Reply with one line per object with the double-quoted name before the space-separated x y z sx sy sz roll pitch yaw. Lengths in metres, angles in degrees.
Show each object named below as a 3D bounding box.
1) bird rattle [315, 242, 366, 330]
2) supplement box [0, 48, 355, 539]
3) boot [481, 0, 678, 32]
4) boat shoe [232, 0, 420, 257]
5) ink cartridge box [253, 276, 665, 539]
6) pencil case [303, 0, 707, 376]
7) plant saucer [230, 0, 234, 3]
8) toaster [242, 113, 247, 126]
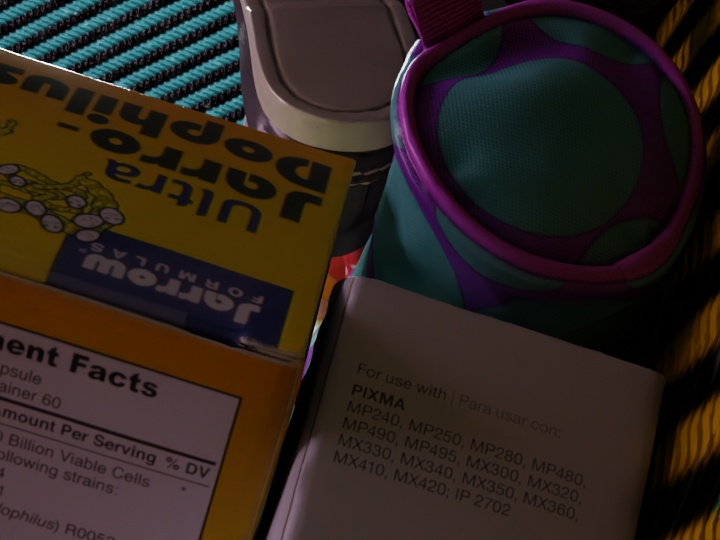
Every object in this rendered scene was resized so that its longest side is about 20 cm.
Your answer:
"bird rattle" 0.000 0.000 0.845 0.201 0.112 0.164 104 166 -53
"supplement box" -0.082 0.063 0.591 0.110 0.108 0.201 -77 4 -62
"boot" 0.059 -0.096 0.757 0.212 0.079 0.158 -60 -1 -45
"boat shoe" -0.013 -0.081 0.774 0.201 0.072 0.063 -95 8 -53
"ink cartridge box" 0.000 0.125 0.547 0.146 0.082 0.201 110 176 -61
"pencil case" 0.028 0.010 0.640 0.085 0.093 0.200 -26 -19 -24
"plant saucer" 0.018 -0.177 0.916 0.051 0.199 0.202 122 166 -66
"toaster" 0.028 -0.100 0.982 0.114 0.128 0.202 119 168 -76
